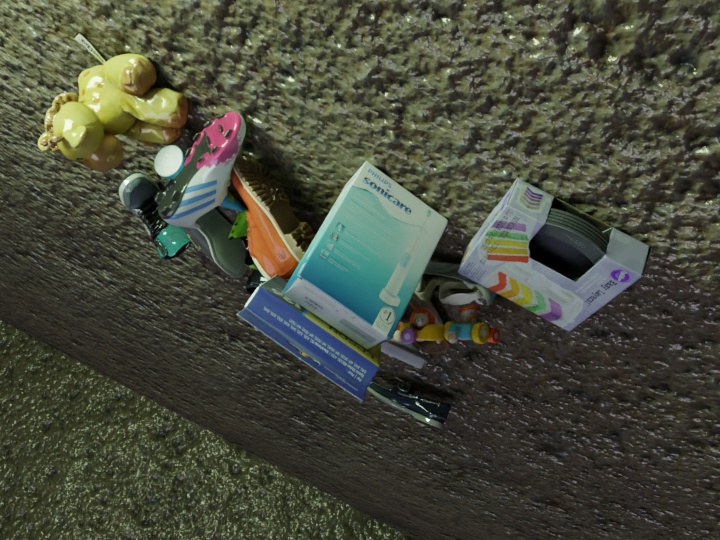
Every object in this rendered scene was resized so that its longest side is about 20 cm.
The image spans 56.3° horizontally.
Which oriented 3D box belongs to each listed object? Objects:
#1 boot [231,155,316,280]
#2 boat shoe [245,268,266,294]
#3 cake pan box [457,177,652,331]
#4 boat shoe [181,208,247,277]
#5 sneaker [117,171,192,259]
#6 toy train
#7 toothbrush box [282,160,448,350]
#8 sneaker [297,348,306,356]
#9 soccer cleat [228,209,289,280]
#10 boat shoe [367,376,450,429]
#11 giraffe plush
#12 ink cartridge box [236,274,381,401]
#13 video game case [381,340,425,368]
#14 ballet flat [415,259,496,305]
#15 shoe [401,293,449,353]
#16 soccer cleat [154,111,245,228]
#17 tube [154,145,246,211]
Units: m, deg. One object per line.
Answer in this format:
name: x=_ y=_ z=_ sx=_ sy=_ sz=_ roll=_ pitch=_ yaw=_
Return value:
boot: x=-0.152 y=-0.073 z=1.033 sx=0.107 sy=0.075 sz=0.201 roll=-32 pitch=91 yaw=32
boat shoe: x=-0.134 y=0.049 z=1.307 sx=0.198 sy=0.063 sz=0.075 roll=21 pitch=151 yaw=10
cake pan box: x=0.241 y=-0.015 z=0.866 sx=0.182 sy=0.053 sz=0.200 roll=27 pitch=152 yaw=0
boat shoe: x=-0.279 y=-0.070 z=1.242 sx=0.060 sy=0.072 sz=0.202 roll=7 pitch=138 yaw=42
sneaker: x=-0.368 y=-0.087 z=1.244 sx=0.121 sy=0.084 sz=0.201 roll=42 pitch=166 yaw=23
toy train: x=0.111 y=0.080 z=1.032 sx=0.197 sy=0.056 sz=0.150 roll=0 pitch=178 yaw=-2
toothbrush box: x=0.009 y=-0.020 z=0.911 sx=0.146 sy=0.201 sz=0.085 roll=33 pitch=154 yaw=-11
sneaker: x=-0.100 y=0.112 z=1.239 sx=0.069 sy=0.091 sz=0.199 roll=7 pitch=162 yaw=45
soccer cleat: x=-0.159 y=-0.022 z=1.191 sx=0.067 sy=0.082 sz=0.200 roll=0 pitch=141 yaw=43
boat shoe: x=0.103 y=0.279 z=1.464 sx=0.198 sy=0.062 sz=0.075 roll=18 pitch=168 yaw=38
giraffe plush: x=-0.374 y=-0.219 z=0.977 sx=0.199 sy=0.163 sz=0.172 roll=35 pitch=152 yaw=-12
ink cartridge box: x=-0.061 y=0.083 z=0.933 sx=0.197 sy=0.047 sz=0.200 roll=35 pitch=-176 yaw=-2
video game case: x=0.004 y=0.096 z=1.174 sx=0.198 sy=0.024 sz=0.182 roll=27 pitch=-175 yaw=-15
ballet flat: x=0.117 y=0.018 z=1.019 sx=0.198 sy=0.064 sz=0.068 roll=5 pitch=147 yaw=39
shoe: x=0.087 y=0.072 z=1.121 sx=0.069 sy=0.054 sz=0.200 roll=-15 pitch=140 yaw=28
soccer cleat: x=-0.221 y=-0.145 z=0.997 sx=0.086 sy=0.200 sz=0.070 roll=23 pitch=-153 yaw=-48
tube: x=-0.259 y=-0.138 z=1.100 sx=0.077 sy=0.051 sz=0.200 roll=22 pitch=172 yaw=22
